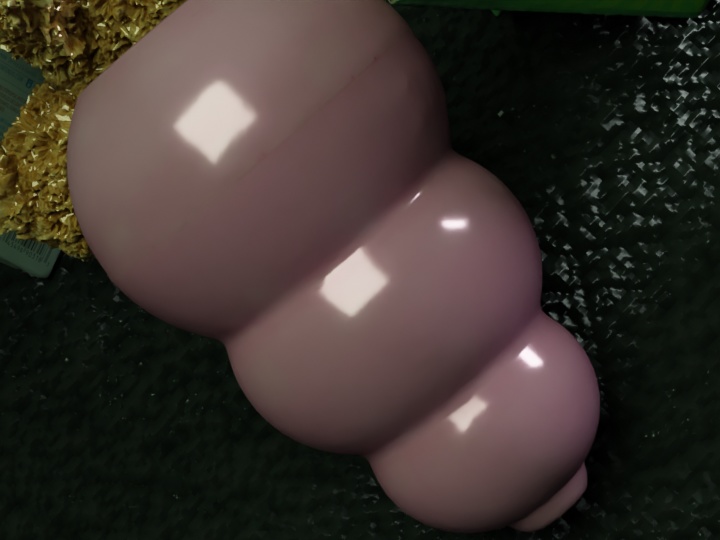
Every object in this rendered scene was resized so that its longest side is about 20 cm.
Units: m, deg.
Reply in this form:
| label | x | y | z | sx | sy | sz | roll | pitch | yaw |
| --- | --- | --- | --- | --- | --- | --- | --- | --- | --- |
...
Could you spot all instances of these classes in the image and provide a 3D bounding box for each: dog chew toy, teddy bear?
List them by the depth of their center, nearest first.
| label | x | y | z | sx | sy | sz | roll | pitch | yaw |
| --- | --- | --- | --- | --- | --- | --- | --- | --- | --- |
| dog chew toy | 0.000 | 0.000 | 0.861 | 0.125 | 0.125 | 0.200 | -40 | 94 | 10 |
| teddy bear | -0.069 | -0.100 | 0.937 | 0.067 | 0.145 | 0.200 | 12 | 74 | 39 |

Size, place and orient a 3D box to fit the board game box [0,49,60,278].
| label | x | y | z | sx | sy | sz | roll | pitch | yaw |
| --- | --- | --- | --- | --- | --- | --- | --- | --- | --- |
| board game box | -0.133 | -0.117 | 0.969 | 0.064 | 0.148 | 0.200 | 22 | 84 | 34 |

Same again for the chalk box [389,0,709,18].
| label | x | y | z | sx | sy | sz | roll | pitch | yaw |
| --- | --- | --- | --- | --- | --- | --- | --- | --- | --- |
| chalk box | 0.069 | -0.162 | 0.871 | 0.200 | 0.124 | 0.125 | -50 | 49 | 49 |
